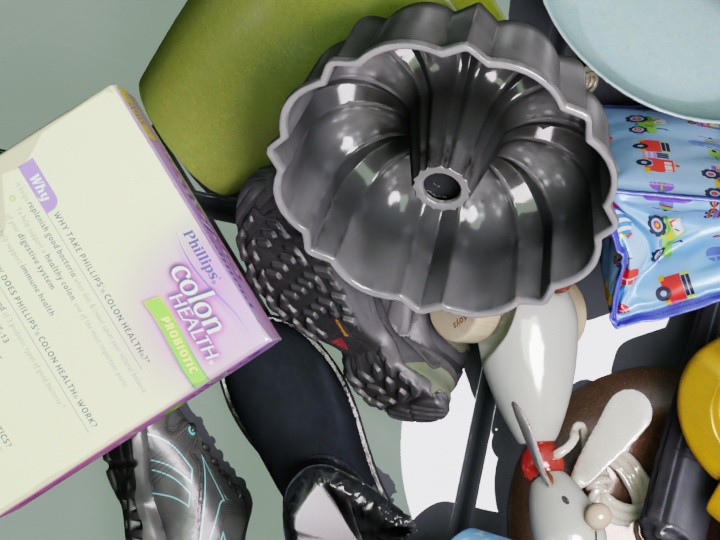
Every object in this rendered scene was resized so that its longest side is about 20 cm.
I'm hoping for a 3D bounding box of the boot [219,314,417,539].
[{"bbox_3d":[-0.026,0.117,1.223,0.076,0.168,0.201,-27,89,-2],"label":"boot"}]

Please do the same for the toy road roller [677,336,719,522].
[{"bbox_3d":[0.251,0.122,1.202,0.146,0.122,0.201,39,124,24],"label":"toy road roller"}]

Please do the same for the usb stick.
[{"bbox_3d":[0.217,0.086,1.258,0.055,0.032,0.201,40,58,-37],"label":"usb stick"}]

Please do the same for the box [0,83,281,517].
[{"bbox_3d":[-0.177,0.020,1.189,0.199,0.097,0.177,-33,88,1],"label":"box"}]

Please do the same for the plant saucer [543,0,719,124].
[{"bbox_3d":[0.201,-0.165,1.271,0.199,0.039,0.203,7,56,-11],"label":"plant saucer"}]

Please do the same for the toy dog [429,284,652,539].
[{"bbox_3d":[0.123,0.070,1.209,0.131,0.096,0.201,-22,78,-44],"label":"toy dog"}]

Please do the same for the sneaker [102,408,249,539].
[{"bbox_3d":[-0.118,0.141,1.279,0.079,0.075,0.202,-8,88,-23],"label":"sneaker"}]

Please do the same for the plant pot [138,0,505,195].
[{"bbox_3d":[-0.033,-0.141,1.237,0.199,0.187,0.188,-37,90,15],"label":"plant pot"}]

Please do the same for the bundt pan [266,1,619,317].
[{"bbox_3d":[0.052,-0.071,1.132,0.200,0.203,0.076,17,46,-1],"label":"bundt pan"}]

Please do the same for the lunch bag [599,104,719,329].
[{"bbox_3d":[0.243,-0.044,1.221,0.198,0.151,0.095,-6,114,5],"label":"lunch bag"}]

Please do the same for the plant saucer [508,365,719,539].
[{"bbox_3d":[0.196,0.163,1.294,0.198,0.037,0.203,0,89,-1],"label":"plant saucer"}]

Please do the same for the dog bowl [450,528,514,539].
[{"bbox_3d":[0.055,0.248,1.236,0.049,0.111,0.202,26,115,23],"label":"dog bowl"}]

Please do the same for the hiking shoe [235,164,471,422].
[{"bbox_3d":[0.000,0.000,1.257,0.200,0.075,0.101,52,49,-23],"label":"hiking shoe"}]

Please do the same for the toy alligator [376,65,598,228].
[{"bbox_3d":[0.069,-0.086,1.275,0.199,0.054,0.060,-36,134,-31],"label":"toy alligator"}]
